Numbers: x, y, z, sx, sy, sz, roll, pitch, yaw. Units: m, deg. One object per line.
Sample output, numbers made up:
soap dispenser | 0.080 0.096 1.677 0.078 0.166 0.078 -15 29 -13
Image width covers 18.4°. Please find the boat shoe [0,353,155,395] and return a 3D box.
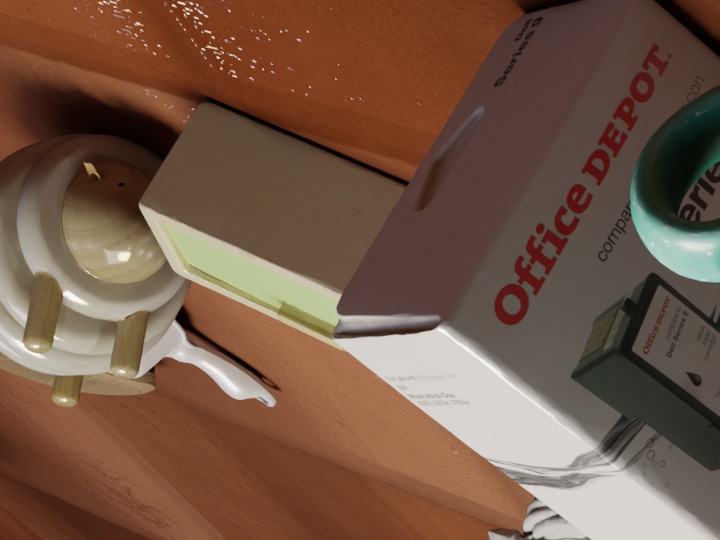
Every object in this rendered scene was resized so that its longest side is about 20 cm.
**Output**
boat shoe | -0.225 0.035 1.500 0.199 0.065 0.072 18 159 -25

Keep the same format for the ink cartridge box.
ink cartridge box | 0.111 0.019 0.788 0.200 0.146 0.084 37 162 -20

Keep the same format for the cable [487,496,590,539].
cable | 0.184 0.159 1.177 0.200 0.069 0.200 32 161 -6

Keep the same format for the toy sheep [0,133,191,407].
toy sheep | -0.152 -0.004 1.168 0.138 0.138 0.200 37 152 -20

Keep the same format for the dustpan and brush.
dustpan and brush | -0.141 0.039 1.413 0.200 0.057 0.139 42 161 -13

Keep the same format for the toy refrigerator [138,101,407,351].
toy refrigerator | 0.000 0.000 1.040 0.199 0.070 0.076 24 161 19

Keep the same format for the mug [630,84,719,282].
mug | 0.182 -0.023 0.620 0.185 0.115 0.152 30 163 2
